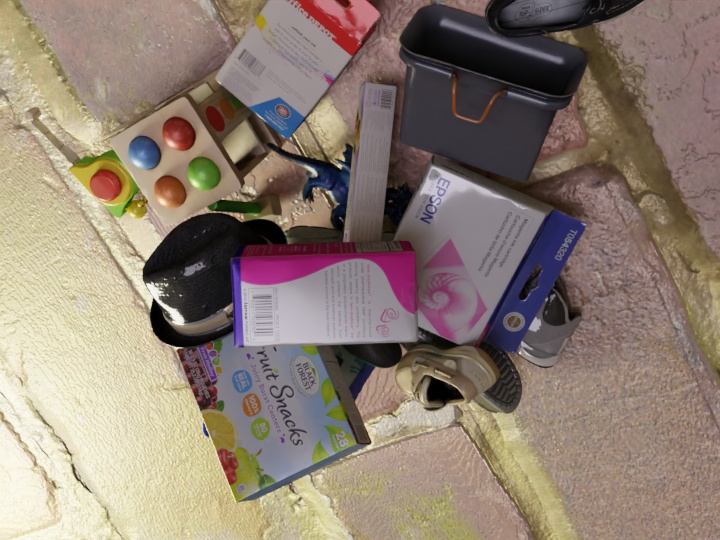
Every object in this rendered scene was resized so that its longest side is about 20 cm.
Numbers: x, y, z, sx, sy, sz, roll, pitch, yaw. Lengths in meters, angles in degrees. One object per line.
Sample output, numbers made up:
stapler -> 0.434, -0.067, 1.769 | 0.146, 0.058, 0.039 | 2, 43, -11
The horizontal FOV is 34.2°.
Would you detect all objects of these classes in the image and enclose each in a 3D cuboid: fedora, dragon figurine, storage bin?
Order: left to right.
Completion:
fedora -> -0.187, -0.006, 1.397 | 0.200, 0.201, 0.092 | -15, 136, 24
dragon figurine -> -0.018, -0.114, 1.433 | 0.099, 0.059, 0.200 | -37, 104, 28
storage bin -> 0.135, -0.187, 1.309 | 0.200, 0.146, 0.135 | 18, 130, 9

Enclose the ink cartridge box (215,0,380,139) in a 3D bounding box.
ink cartridge box -> -0.066, -0.268, 1.367 | 0.116, 0.067, 0.200 | 40, 121, -5

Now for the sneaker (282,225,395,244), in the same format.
sneaker -> 0.000, 0.000, 1.443 | 0.199, 0.078, 0.087 | 3, 75, 3

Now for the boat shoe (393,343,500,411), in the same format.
boat shoe -> 0.090, 0.136, 1.427 | 0.072, 0.065, 0.200 | 53, 154, -13

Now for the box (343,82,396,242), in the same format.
box -> 0.010, -0.120, 1.377 | 0.041, 0.039, 0.201 | 5, 90, -12

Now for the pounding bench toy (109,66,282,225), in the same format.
pounding bench toy -> -0.181, -0.120, 1.429 | 0.124, 0.156, 0.200 | -24, 106, 27

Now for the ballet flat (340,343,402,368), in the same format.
ballet flat -> -0.026, 0.046, 1.485 | 0.200, 0.068, 0.068 | 38, 146, 15

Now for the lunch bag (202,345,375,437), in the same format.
lunch bag -> -0.092, 0.138, 1.523 | 0.199, 0.170, 0.128 | 6, 121, 16

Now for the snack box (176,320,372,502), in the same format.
snack box -> -0.104, 0.149, 1.389 | 0.168, 0.068, 0.200 | -27, 76, 13

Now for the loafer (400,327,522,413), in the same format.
loafer -> 0.122, 0.112, 1.504 | 0.200, 0.075, 0.070 | 42, 147, 2

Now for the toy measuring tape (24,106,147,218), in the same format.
toy measuring tape -> -0.346, -0.149, 1.522 | 0.074, 0.074, 0.200 | -37, 100, 30

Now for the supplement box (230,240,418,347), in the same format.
supplement box -> -0.038, 0.024, 1.297 | 0.199, 0.103, 0.102 | -1, 99, 0

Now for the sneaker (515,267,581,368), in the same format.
sneaker -> 0.183, 0.028, 1.439 | 0.200, 0.075, 0.116 | 27, 117, -8

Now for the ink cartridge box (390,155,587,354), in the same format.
ink cartridge box -> 0.133, -0.008, 1.364 | 0.200, 0.043, 0.197 | 23, 115, -3

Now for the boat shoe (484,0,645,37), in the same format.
boat shoe -> 0.228, -0.293, 1.243 | 0.199, 0.066, 0.075 | -9, 104, 11
